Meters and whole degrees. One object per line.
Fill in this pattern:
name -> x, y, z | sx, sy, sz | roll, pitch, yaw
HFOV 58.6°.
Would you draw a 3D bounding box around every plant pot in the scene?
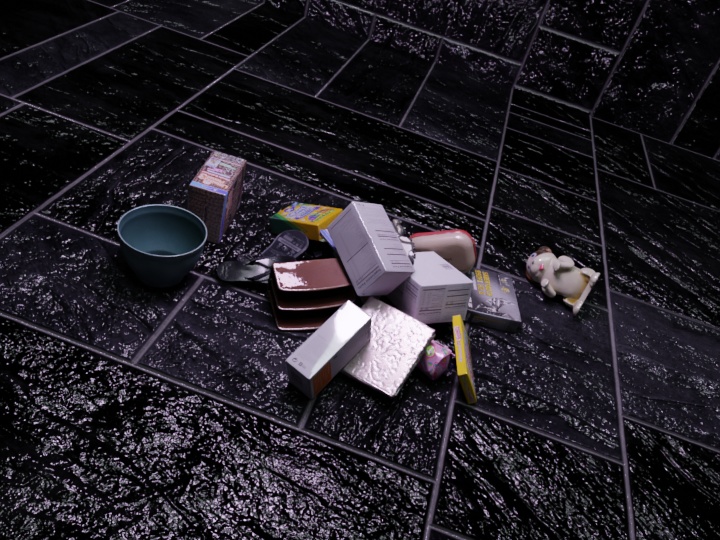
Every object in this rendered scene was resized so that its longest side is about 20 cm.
plant pot -> -0.472, -0.046, 1.524 | 0.200, 0.134, 0.200 | 11, 38, -8

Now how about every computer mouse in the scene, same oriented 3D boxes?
computer mouse -> -0.217, -0.034, 1.690 | 0.138, 0.053, 0.200 | 33, 52, 17

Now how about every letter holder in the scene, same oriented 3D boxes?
letter holder -> -0.109, 0.059, 1.543 | 0.200, 0.101, 0.142 | -5, 55, -22

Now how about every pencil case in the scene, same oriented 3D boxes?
pencil case -> 0.129, 0.175, 1.526 | 0.200, 0.088, 0.087 | 36, 40, 27

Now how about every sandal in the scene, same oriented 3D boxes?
sandal -> -0.254, -0.001, 1.591 | 0.200, 0.043, 0.076 | -7, 62, -8

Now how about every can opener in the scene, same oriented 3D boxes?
can opener -> -0.077, -0.023, 1.731 | 0.063, 0.079, 0.200 | 40, 25, -39

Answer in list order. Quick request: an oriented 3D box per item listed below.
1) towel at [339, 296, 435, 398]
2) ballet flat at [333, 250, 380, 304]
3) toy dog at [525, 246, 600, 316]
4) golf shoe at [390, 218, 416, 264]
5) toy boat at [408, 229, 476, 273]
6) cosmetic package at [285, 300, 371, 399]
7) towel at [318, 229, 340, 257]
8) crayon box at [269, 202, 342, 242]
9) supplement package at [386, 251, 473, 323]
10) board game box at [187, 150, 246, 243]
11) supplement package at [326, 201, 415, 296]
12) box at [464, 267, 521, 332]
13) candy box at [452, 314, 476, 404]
towel -> 0.045, 0.173, 1.467 | 0.191, 0.032, 0.200 | 26, 61, 22
ballet flat -> 0.000, 0.000, 1.666 | 0.068, 0.072, 0.200 | -7, 60, -42
toy dog -> 0.587, 0.009, 1.887 | 0.200, 0.140, 0.194 | 31, 26, 17
golf shoe -> 0.080, -0.059, 1.618 | 0.094, 0.078, 0.200 | -4, 31, -13
toy boat -> 0.227, -0.065, 1.808 | 0.200, 0.131, 0.131 | -4, 31, 16
cosmetic package -> -0.065, 0.171, 1.391 | 0.071, 0.102, 0.200 | 35, 62, 22
towel -> 0.006, -0.074, 1.691 | 0.200, 0.024, 0.145 | -8, 37, -30
crayon box -> -0.137, -0.136, 1.788 | 0.200, 0.052, 0.126 | 12, 31, 29
supplement package -> 0.165, 0.041, 1.652 | 0.155, 0.111, 0.200 | -3, 26, -25
board game box -> -0.391, -0.201, 1.734 | 0.097, 0.160, 0.200 | 16, 38, -2
supplement package -> 0.023, -0.051, 1.546 | 0.109, 0.114, 0.200 | 0, 57, -46
box -> 0.350, 0.075, 1.775 | 0.158, 0.048, 0.200 | 13, 37, -6
candy box -> 0.246, 0.208, 1.524 | 0.026, 0.102, 0.200 | -16, 35, 15
